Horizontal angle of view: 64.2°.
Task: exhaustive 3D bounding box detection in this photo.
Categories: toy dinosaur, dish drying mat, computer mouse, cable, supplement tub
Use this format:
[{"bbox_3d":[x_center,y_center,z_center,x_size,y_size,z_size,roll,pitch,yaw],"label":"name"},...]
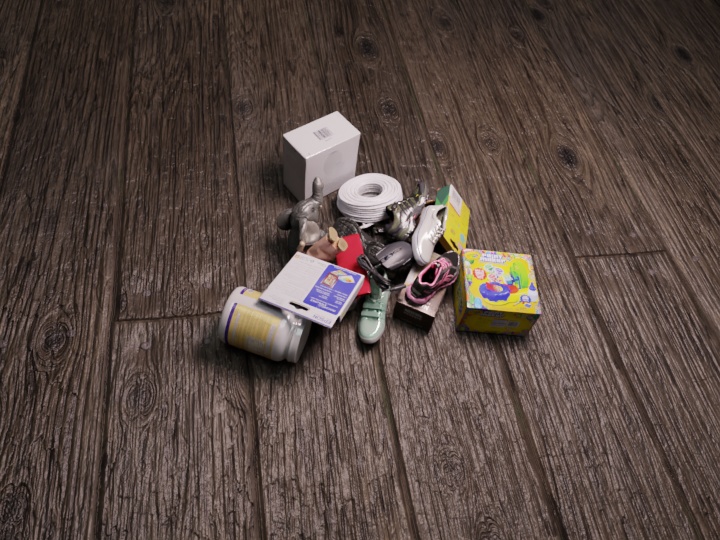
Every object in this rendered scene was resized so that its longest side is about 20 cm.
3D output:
[{"bbox_3d":[0.079,-0.112,1.692,0.199,0.048,0.088,31,42,14],"label":"toy dinosaur"},{"bbox_3d":[-0.023,-0.010,1.519,0.076,0.018,0.201,-14,53,4],"label":"dish drying mat"},{"bbox_3d":[0.099,-0.018,1.501,0.199,0.046,0.141,-15,55,-38],"label":"computer mouse"},{"bbox_3d":[0.026,-0.218,1.714,0.199,0.070,0.200,-22,42,-18],"label":"cable"},{"bbox_3d":[-0.232,0.136,1.415,0.198,0.146,0.146,19,55,5],"label":"supplement tub"}]

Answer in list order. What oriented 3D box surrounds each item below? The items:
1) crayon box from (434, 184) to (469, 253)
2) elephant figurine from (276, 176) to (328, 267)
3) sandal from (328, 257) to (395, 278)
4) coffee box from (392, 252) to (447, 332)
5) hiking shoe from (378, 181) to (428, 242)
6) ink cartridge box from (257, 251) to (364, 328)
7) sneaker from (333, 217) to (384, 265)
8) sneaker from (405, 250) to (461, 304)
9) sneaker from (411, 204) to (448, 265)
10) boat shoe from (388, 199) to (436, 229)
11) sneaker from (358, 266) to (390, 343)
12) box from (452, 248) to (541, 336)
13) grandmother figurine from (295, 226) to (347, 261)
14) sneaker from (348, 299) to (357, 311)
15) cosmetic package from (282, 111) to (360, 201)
[{"bbox_3d":[0.264,-0.135,1.685,0.050,0.127,0.201,-14,45,34],"label":"crayon box"},{"bbox_3d":[-0.156,-0.128,1.563,0.140,0.201,0.156,-4,47,13],"label":"elephant figurine"},{"bbox_3d":[0.000,0.000,1.596,0.198,0.054,0.080,15,10,-11],"label":"sandal"},{"bbox_3d":[0.177,0.050,1.572,0.114,0.080,0.201,22,55,7],"label":"coffee box"},{"bbox_3d":[0.124,-0.177,1.617,0.100,0.076,0.201,24,68,2],"label":"hiking shoe"},{"bbox_3d":[-0.117,0.053,1.411,0.196,0.047,0.200,20,46,14],"label":"ink cartridge box"},{"bbox_3d":[0.004,-0.074,1.624,0.200,0.091,0.076,41,92,14],"label":"sneaker"},{"bbox_3d":[0.203,0.003,1.502,0.079,0.096,0.200,37,57,19],"label":"sneaker"},{"bbox_3d":[0.192,-0.105,1.562,0.073,0.070,0.201,38,51,-32],"label":"sneaker"},{"bbox_3d":[0.164,-0.168,1.701,0.199,0.072,0.076,-23,49,-36],"label":"boat shoe"},{"bbox_3d":[0.029,0.083,1.498,0.073,0.119,0.202,3,50,15],"label":"sneaker"},{"bbox_3d":[0.363,0.060,1.568,0.198,0.122,0.194,5,54,-5],"label":"box"},{"bbox_3d":[-0.125,-0.030,1.531,0.122,0.199,0.061,52,31,-12],"label":"grandmother figurine"},{"bbox_3d":[-0.104,0.048,1.529,0.198,0.087,0.081,3,54,-6],"label":"sneaker"},{"bbox_3d":[-0.120,-0.333,1.719,0.199,0.201,0.123,-30,62,-26],"label":"cosmetic package"}]
